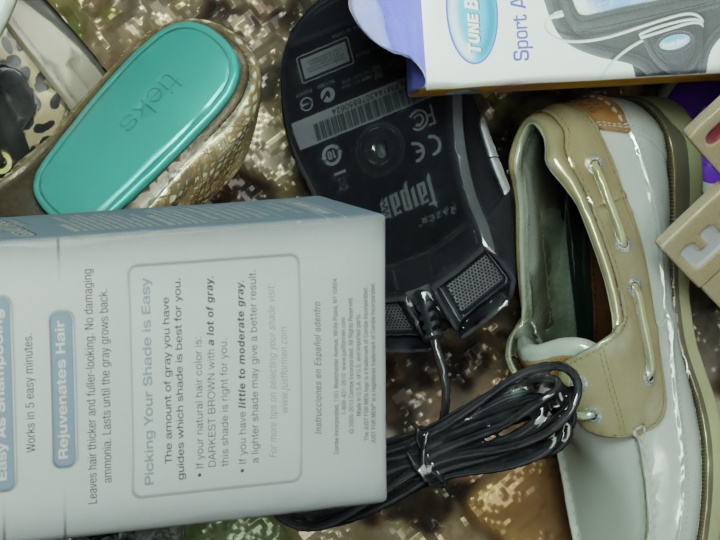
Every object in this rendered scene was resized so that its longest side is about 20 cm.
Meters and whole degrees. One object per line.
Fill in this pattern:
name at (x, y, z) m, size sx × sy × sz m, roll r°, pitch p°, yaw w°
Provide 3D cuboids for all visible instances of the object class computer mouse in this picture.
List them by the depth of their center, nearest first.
computer mouse at (0.000, 0.000, 1.046) m, size 0.140 × 0.046 × 0.200 m, roll -27°, pitch 70°, yaw 19°

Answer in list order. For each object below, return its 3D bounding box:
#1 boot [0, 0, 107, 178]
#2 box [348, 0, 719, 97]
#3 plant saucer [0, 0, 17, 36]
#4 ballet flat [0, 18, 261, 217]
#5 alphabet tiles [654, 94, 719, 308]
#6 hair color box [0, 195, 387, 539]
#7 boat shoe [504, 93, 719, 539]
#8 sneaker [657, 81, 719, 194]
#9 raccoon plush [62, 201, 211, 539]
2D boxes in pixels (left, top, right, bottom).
boot at (-0.195, -0.071, 0.991) m, size 0.151 × 0.073 × 0.200 m, roll -47°, pitch 105°, yaw -11°
box at (0.090, -0.126, 1.009) m, size 0.200 × 0.041 × 0.119 m, roll -3°, pitch 90°, yaw -8°
plant saucer at (-0.207, -0.124, 0.931) m, size 0.200 × 0.050 × 0.201 m, roll 0°, pitch 88°, yaw -4°
ballet flat at (-0.108, -0.004, 0.970) m, size 0.200 × 0.065 × 0.071 m, roll -40°, pitch 69°, yaw -7°
alphabet tiles at (0.201, -0.036, 1.041) m, size 0.167 × 0.008 × 0.200 m, roll -43°, pitch 137°, yaw 6°
hair color box at (-0.093, 0.033, 0.908) m, size 0.200 × 0.061 × 0.099 m, roll -4°, pitch 100°, yaw -23°
boat shoe at (0.088, 0.034, 1.049) m, size 0.068 × 0.075 × 0.200 m, roll -2°, pitch 86°, yaw -37°
sneaker at (0.202, -0.081, 1.076) m, size 0.200 × 0.100 × 0.070 m, roll -28°, pitch 93°, yaw -14°
raccoon plush at (-0.128, 0.066, 1.016) m, size 0.134 × 0.097 × 0.200 m, roll 5°, pitch 58°, yaw -1°
